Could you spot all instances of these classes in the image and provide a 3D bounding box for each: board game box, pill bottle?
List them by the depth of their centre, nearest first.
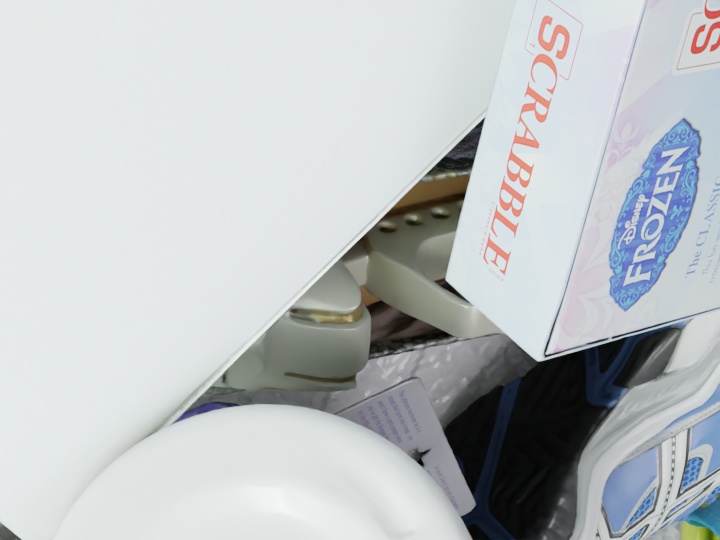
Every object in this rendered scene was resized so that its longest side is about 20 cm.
[{"bbox_3d":[0.126,-0.089,0.699,0.199,0.041,0.201,-13,129,-38],"label":"board game box"},{"bbox_3d":[-0.015,0.117,0.758,0.112,0.112,0.200,-36,160,-8],"label":"pill bottle"}]

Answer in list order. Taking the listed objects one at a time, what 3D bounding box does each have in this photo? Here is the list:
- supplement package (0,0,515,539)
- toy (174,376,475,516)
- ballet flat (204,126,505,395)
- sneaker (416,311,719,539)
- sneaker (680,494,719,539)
[{"bbox_3d":[-0.070,-0.065,0.690,0.200,0.111,0.156,-44,135,-1],"label":"supplement package"},{"bbox_3d":[-0.073,0.075,0.815,0.199,0.047,0.115,-27,157,-1],"label":"toy"},{"bbox_3d":[0.000,0.000,0.814,0.199,0.072,0.072,-13,127,-27],"label":"ballet flat"},{"bbox_3d":[0.075,0.065,0.903,0.077,0.076,0.200,35,99,-36],"label":"sneaker"},{"bbox_3d":[0.181,0.060,0.948,0.130,0.080,0.201,11,112,-39],"label":"sneaker"}]
